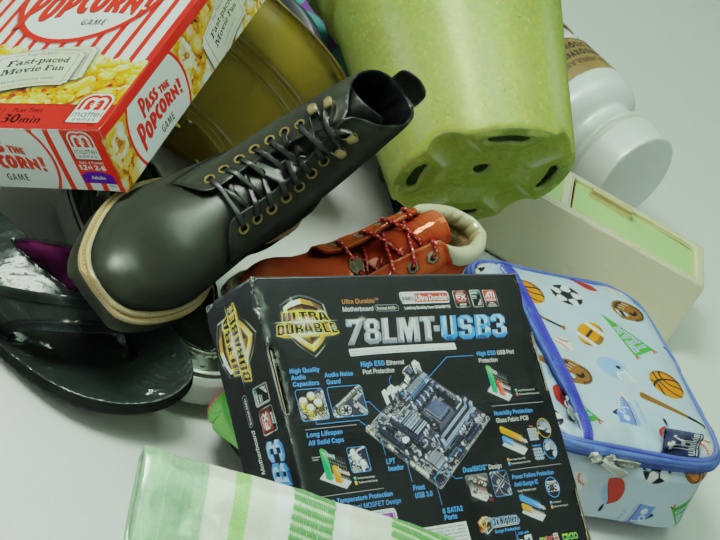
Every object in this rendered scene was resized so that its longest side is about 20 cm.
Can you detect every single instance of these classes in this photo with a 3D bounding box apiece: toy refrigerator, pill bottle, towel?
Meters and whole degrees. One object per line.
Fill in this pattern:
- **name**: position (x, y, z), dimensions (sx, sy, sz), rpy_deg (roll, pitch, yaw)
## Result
- **toy refrigerator**: position (0.169, -0.030, 1.246), dimensions (0.199, 0.070, 0.076), rpy_deg (29, 28, -2)
- **pill bottle**: position (0.172, -0.140, 1.382), dimensions (0.114, 0.115, 0.200), rpy_deg (-3, 43, -46)
- **towel**: position (-0.019, 0.177, 0.710), dimensions (0.199, 0.023, 0.154), rpy_deg (19, 61, -20)

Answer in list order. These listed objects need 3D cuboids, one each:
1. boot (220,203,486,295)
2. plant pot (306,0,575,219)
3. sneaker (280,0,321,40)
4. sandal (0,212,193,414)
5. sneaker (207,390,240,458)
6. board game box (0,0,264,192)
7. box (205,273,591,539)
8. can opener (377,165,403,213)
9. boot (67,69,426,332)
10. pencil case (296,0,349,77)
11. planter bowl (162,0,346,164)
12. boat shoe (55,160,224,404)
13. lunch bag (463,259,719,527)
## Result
- **boot**: position (0.000, 0.000, 0.971), dimensions (0.075, 0.107, 0.199), rpy_deg (53, 29, 20)
- **plant pot**: position (0.069, -0.144, 1.115), dimensions (0.199, 0.200, 0.186), rpy_deg (9, 59, -35)
- **sneaker**: position (-0.100, -0.183, 1.195), dimensions (0.199, 0.066, 0.078), rpy_deg (22, -9, 31)
- **sandal**: position (-0.176, 0.009, 0.854), dimensions (0.200, 0.048, 0.075), rpy_deg (33, 47, 11)
- **sneaker**: position (-0.005, 0.085, 0.908), dimensions (0.199, 0.077, 0.084), rpy_deg (-13, 68, -50)
- **board game box**: position (-0.157, -0.128, 0.932), dimensions (0.150, 0.047, 0.201), rpy_deg (3, 44, 27)
- **box**: position (0.029, 0.101, 0.834), dimensions (0.199, 0.050, 0.200), rpy_deg (-1, 68, -43)
- **can opener**: position (0.042, -0.070, 1.208), dimensions (0.079, 0.063, 0.201), rpy_deg (43, 26, -39)
- **boot**: position (-0.059, -0.050, 0.858), dimensions (0.078, 0.138, 0.200), rpy_deg (53, 35, -4)
- **pencil case**: position (-0.013, -0.171, 1.283), dimensions (0.199, 0.092, 0.086), rpy_deg (1, 74, -44)
- **planter bowl**: position (-0.106, -0.127, 1.081), dimensions (0.199, 0.084, 0.201), rpy_deg (32, -16, 10)
- **boat shoe**: position (-0.124, -0.008, 0.932), dimensions (0.070, 0.064, 0.200), rpy_deg (3, 39, -41)
- **lunch bag**: position (0.137, 0.078, 1.038), dimensions (0.159, 0.076, 0.201), rpy_deg (14, 31, -25)
